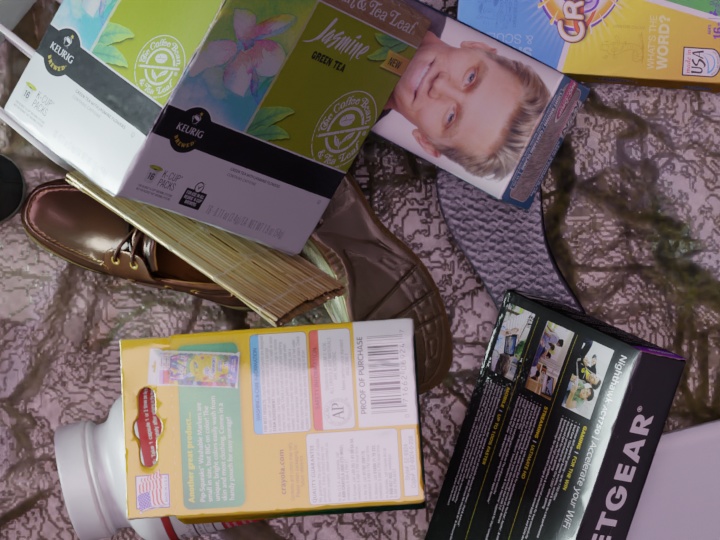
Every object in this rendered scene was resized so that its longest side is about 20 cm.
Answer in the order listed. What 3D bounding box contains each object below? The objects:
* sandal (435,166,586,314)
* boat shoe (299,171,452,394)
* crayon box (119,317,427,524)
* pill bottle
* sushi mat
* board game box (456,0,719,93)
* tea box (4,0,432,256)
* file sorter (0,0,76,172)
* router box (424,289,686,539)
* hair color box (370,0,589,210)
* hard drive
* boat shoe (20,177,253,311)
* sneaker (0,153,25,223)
[{"bbox_3d":[0.109,-0.019,1.661,0.076,0.043,0.200,-19,95,8],"label":"sandal"},{"bbox_3d":[-0.002,0.001,1.656,0.073,0.063,0.201,-37,92,-14],"label":"boat shoe"},{"bbox_3d":[-0.059,0.103,1.535,0.200,0.052,0.126,-4,78,1],"label":"crayon box"},{"bbox_3d":[-0.110,0.130,1.617,0.200,0.112,0.112,-13,86,1],"label":"pill bottle"},{"bbox_3d":[-0.110,-0.026,1.606,0.200,0.096,0.012,34,120,21],"label":"sushi mat"},{"bbox_3d":[0.172,-0.214,1.667,0.200,0.040,0.153,4,86,2],"label":"board game box"},{"bbox_3d":[-0.093,-0.140,1.536,0.134,0.200,0.197,36,101,36],"label":"tea box"},{"bbox_3d":[-0.199,-0.185,1.629,0.124,0.139,0.200,38,88,2],"label":"file sorter"},{"bbox_3d":[0.132,0.130,1.581,0.051,0.149,0.200,13,98,-38],"label":"router box"},{"bbox_3d":[0.051,-0.132,1.618,0.200,0.061,0.100,29,96,24],"label":"hair color box"},{"bbox_3d":[0.272,0.170,1.614,0.200,0.027,0.132,-12,86,-18],"label":"hard drive"},{"bbox_3d":[-0.152,-0.024,1.650,0.200,0.068,0.072,17,87,3],"label":"boat shoe"},{"bbox_3d":[-0.344,-0.035,1.638,0.200,0.106,0.075,-29,86,0],"label":"sneaker"}]
